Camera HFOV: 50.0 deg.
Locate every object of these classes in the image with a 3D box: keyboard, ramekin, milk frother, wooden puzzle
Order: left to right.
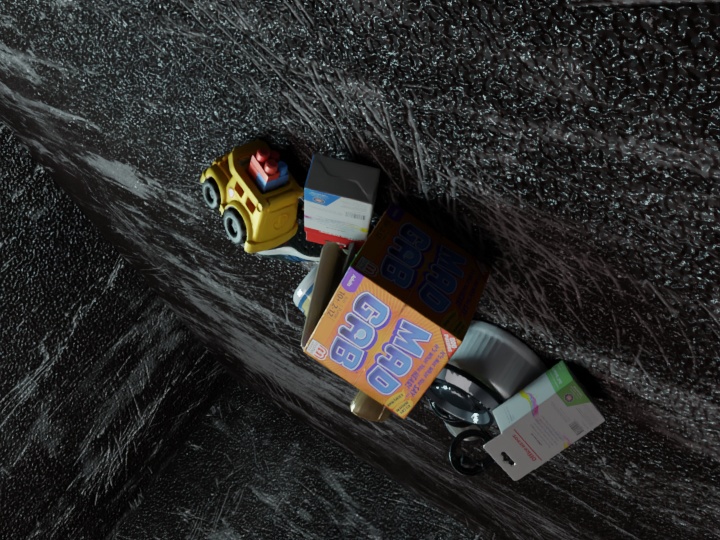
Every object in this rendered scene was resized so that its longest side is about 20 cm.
[{"bbox_3d":[-0.063,0.051,1.367,0.036,0.190,0.200,12,176,10],"label":"wooden puzzle"},{"bbox_3d":[-0.019,0.010,1.421,0.010,0.058,0.201,12,160,6],"label":"keyboard"},{"bbox_3d":[0.228,0.335,1.643,0.177,0.204,0.189,18,163,25],"label":"milk frother"},{"bbox_3d":[0.253,0.196,1.473,0.198,0.098,0.202,33,160,14],"label":"ramekin"}]

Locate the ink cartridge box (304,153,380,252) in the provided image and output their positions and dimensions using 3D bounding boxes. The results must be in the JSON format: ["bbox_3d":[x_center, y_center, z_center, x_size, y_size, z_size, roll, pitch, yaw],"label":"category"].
[{"bbox_3d":[-0.034,-0.107,1.307,0.113,0.069,0.201,13,158,1],"label":"ink cartridge box"}]

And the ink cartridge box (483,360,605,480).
[{"bbox_3d":[0.316,0.268,1.368,0.117,0.199,0.068,46,-166,-24],"label":"ink cartridge box"}]

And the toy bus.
[{"bbox_3d":[-0.196,-0.168,1.426,0.201,0.134,0.194,52,145,21],"label":"toy bus"}]

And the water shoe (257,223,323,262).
[{"bbox_3d":[-0.118,-0.052,1.544,0.195,0.073,0.079,7,167,20],"label":"water shoe"}]

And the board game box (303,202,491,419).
[{"bbox_3d":[0.060,0.062,1.240,0.197,0.201,0.202,32,129,1],"label":"board game box"}]

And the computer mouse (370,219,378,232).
[{"bbox_3d":[0.082,-0.018,1.417,0.201,0.034,0.058,53,160,-20],"label":"computer mouse"}]

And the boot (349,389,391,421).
[{"bbox_3d":[0.091,0.234,1.651,0.172,0.203,0.066,20,-161,-21],"label":"boot"}]

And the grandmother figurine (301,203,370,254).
[{"bbox_3d":[-0.016,-0.067,1.438,0.200,0.061,0.121,44,168,-23],"label":"grandmother figurine"}]

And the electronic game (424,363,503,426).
[{"bbox_3d":[0.186,0.232,1.459,0.197,0.042,0.201,28,156,13],"label":"electronic game"}]

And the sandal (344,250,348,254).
[{"bbox_3d":[-0.001,0.000,1.545,0.200,0.058,0.080,42,156,-2],"label":"sandal"}]

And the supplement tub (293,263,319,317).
[{"bbox_3d":[-0.029,0.081,1.608,0.200,0.144,0.145,46,162,9],"label":"supplement tub"}]
